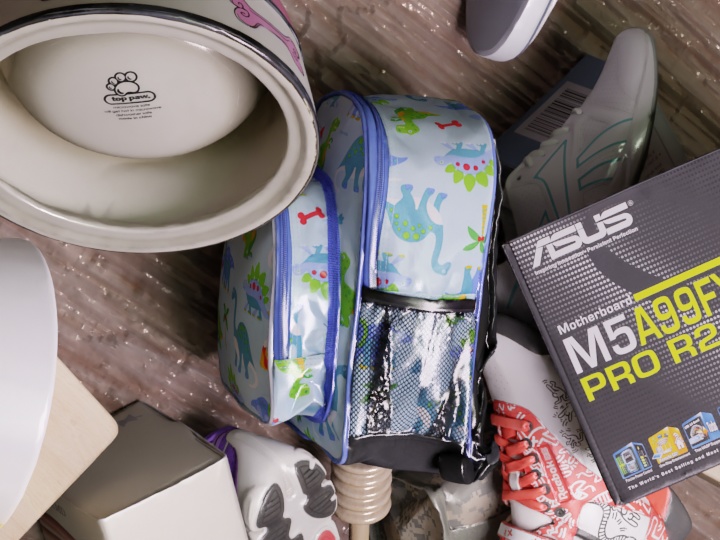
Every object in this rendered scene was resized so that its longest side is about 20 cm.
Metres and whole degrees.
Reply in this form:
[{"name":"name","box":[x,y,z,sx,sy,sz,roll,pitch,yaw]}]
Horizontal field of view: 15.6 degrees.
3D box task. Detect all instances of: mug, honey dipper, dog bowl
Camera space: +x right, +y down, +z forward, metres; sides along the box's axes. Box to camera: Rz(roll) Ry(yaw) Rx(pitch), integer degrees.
[{"name":"mug","box":[-0.247,0.064,1.262,0.153,0.149,0.187,11,93,-28]},{"name":"honey dipper","box":[-0.001,0.183,1.594,0.038,0.038,0.201,-22,133,-26]},{"name":"dog bowl","box":[-0.119,-0.095,1.359,0.200,0.200,0.074,35,43,-37]}]

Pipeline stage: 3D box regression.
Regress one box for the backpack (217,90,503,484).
[{"name":"backpack","box":[0.000,0.000,1.467,0.146,0.183,0.201,7,98,-16]}]

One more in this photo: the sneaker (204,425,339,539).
[{"name":"sneaker","box":[-0.052,0.171,1.558,0.081,0.083,0.201,-31,131,-31]}]

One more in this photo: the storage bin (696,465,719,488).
[{"name":"storage bin","box":[0.255,0.043,1.571,0.199,0.094,0.200,-63,166,-1]}]

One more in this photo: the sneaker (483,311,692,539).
[{"name":"sneaker","box":[0.106,0.125,1.518,0.108,0.067,0.202,-48,120,-17]}]

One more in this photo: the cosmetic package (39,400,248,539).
[{"name":"cosmetic package","box":[-0.114,0.191,1.506,0.087,0.103,0.201,-26,118,-25]}]

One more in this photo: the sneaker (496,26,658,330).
[{"name":"sneaker","box":[0.124,-0.056,1.529,0.070,0.080,0.201,78,29,-71]}]

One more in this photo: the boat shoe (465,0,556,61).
[{"name":"boat shoe","box":[0.126,-0.212,1.544,0.065,0.074,0.201,20,96,-33]}]

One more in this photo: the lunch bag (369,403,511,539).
[{"name":"lunch bag","box":[0.097,0.175,1.635,0.164,0.118,0.201,-23,119,-24]}]

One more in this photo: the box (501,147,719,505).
[{"name":"box","box":[0.200,0.019,1.448,0.199,0.044,0.161,-23,85,3]}]

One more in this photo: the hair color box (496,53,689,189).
[{"name":"hair color box","box":[0.166,-0.026,1.646,0.099,0.061,0.200,-42,124,-14]}]

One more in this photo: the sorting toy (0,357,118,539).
[{"name":"sorting toy","box":[-0.265,0.084,1.385,0.199,0.070,0.200,-47,125,-12]}]

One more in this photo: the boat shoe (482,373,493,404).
[{"name":"boat shoe","box":[0.122,0.029,1.570,0.200,0.068,0.072,-32,124,2]}]
